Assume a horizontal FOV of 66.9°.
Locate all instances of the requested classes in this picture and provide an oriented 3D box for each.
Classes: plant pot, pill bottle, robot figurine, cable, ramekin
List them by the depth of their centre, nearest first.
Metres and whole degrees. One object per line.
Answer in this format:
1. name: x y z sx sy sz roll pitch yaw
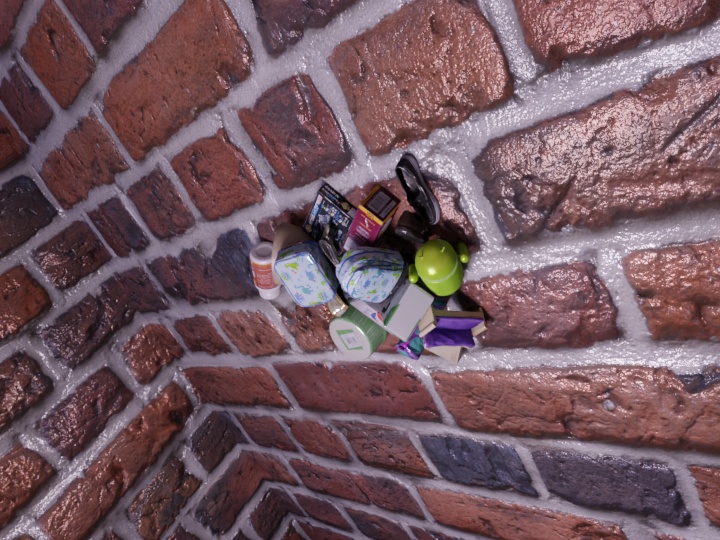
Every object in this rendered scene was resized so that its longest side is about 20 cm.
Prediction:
1. robot figurine: 0.214 -0.007 1.471 0.170 0.119 0.200 -20 151 14
2. cable: -0.054 -0.018 1.658 0.201 0.050 0.097 50 150 -1
3. plant pot: -0.203 -0.050 1.804 0.129 0.204 0.205 5 133 7
4. ramekin: -0.013 0.205 1.852 0.195 0.098 0.205 23 136 23
5. pill bottle: -0.346 0.005 2.019 0.110 0.112 0.204 23 137 23

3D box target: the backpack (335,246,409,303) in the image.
1. backpack: 0.026 0.010 1.533 0.195 0.156 0.165 21 124 -24

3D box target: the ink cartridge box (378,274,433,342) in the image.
1. ink cartridge box: 0.127 0.099 1.578 0.082 0.149 0.200 31 -174 -7

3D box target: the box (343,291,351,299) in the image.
1. box: -0.041 0.116 1.907 0.135 0.039 0.203 -18 111 48

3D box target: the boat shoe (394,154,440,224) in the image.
1. boat shoe: 0.147 -0.201 1.433 0.068 0.066 0.204 -3 122 43

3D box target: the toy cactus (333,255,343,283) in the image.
1. toy cactus: 0.000 0.000 1.727 0.161 0.104 0.202 24 142 0

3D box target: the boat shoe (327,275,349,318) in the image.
1. boat shoe: -0.086 0.056 1.807 0.065 0.073 0.205 -33 61 20

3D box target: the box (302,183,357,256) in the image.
1. box: -0.090 -0.149 1.707 0.158 0.046 0.201 39 142 6

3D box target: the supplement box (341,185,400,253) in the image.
1. supplement box: 0.028 -0.127 1.570 0.085 0.111 0.202 36 141 8

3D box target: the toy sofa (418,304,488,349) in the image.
1. toy sofa: 0.263 0.161 1.549 0.194 0.101 0.083 5 151 -27

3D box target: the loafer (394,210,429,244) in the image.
1. loafer: 0.148 -0.116 1.453 0.071 0.199 0.074 15 90 17

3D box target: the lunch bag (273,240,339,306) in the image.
1. lunch bag: -0.169 0.012 1.684 0.156 0.084 0.203 -16 124 23

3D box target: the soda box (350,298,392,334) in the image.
1. soda box: 0.063 0.125 1.750 0.198 0.070 0.063 38 148 -24

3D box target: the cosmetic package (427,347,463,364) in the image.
1. cosmetic package: 0.235 0.197 1.711 0.195 0.073 0.106 23 138 23

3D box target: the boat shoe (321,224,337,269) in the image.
1. boat shoe: -0.099 -0.058 1.714 0.061 0.075 0.206 7 130 -7

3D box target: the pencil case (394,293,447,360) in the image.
1. pencil case: 0.179 0.163 1.622 0.083 0.204 0.093 22 166 29
